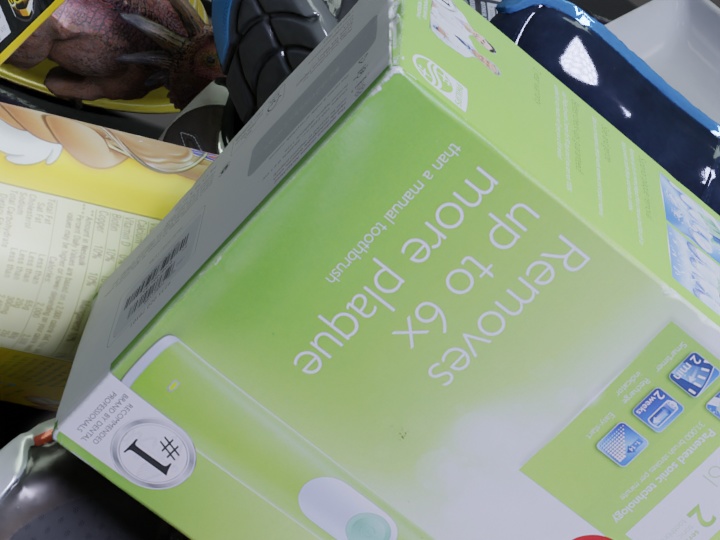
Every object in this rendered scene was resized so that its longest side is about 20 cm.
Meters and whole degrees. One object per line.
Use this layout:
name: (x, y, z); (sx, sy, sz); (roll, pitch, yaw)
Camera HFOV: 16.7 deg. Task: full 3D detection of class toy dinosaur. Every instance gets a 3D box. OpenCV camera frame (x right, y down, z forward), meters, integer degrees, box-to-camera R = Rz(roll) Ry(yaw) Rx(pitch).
toy dinosaur: (-0.113, -0.110, 1.014); (0.200, 0.086, 0.136); (12, 1, -20)

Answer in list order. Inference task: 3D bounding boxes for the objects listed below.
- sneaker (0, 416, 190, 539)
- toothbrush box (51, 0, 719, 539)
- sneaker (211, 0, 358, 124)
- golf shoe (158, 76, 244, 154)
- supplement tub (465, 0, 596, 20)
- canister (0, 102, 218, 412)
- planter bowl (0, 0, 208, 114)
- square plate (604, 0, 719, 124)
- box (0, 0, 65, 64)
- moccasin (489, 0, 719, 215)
sneaker: (-0.029, 0.093, 0.743); (0.200, 0.077, 0.082); (8, 34, -36)
toothbrush box: (0.039, 0.037, 0.686); (0.200, 0.146, 0.086); (38, 23, -17)
sneaker: (0.021, -0.050, 0.910); (0.082, 0.073, 0.200); (-46, 107, -30)
golf shoe: (0.000, 0.000, 0.954); (0.200, 0.095, 0.078); (30, 21, 6)
supplement tub: (0.032, -0.114, 1.227); (0.200, 0.107, 0.107); (5, 30, -43)
canister: (-0.063, 0.009, 0.810); (0.200, 0.087, 0.149); (13, -15, -23)
planter bowl: (-0.146, -0.160, 1.166); (0.200, 0.084, 0.200); (22, 21, -9)
square plate: (0.114, -0.039, 1.106); (0.198, 0.028, 0.200); (-29, 37, -8)
box: (-0.200, -0.073, 0.798); (0.200, 0.049, 0.160); (-16, 19, 13)
moccasin: (0.119, -0.029, 0.981); (0.200, 0.068, 0.080); (39, -3, -7)
